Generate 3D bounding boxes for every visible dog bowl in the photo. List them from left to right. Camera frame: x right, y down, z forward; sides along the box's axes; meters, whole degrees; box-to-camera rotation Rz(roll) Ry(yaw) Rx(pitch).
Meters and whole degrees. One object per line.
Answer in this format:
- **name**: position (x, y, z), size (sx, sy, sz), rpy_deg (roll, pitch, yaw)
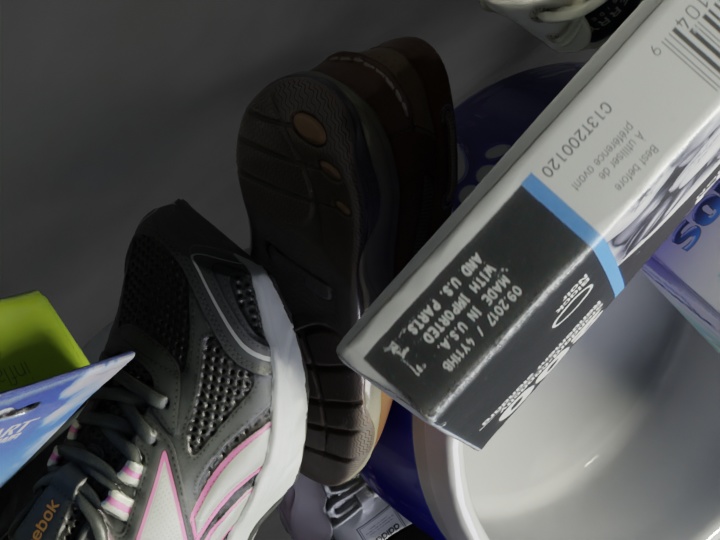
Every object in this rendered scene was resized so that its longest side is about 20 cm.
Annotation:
- **dog bowl**: position (0.088, 0.024, 1.072), size (0.200, 0.079, 0.201), rpy_deg (-18, 120, -34)

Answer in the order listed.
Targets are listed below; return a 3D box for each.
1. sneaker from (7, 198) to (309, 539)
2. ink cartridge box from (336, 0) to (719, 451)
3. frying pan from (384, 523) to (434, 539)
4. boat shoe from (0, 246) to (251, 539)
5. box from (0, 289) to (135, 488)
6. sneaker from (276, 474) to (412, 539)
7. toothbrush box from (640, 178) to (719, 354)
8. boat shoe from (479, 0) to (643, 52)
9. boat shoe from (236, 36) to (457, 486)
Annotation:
- **sneaker**: position (-0.077, 0.078, 0.957), size (0.086, 0.080, 0.201), rpy_deg (-13, 119, -38)
- **ink cartridge box**: position (0.083, -0.029, 0.876), size (0.198, 0.043, 0.200), rpy_deg (-49, 172, 1)
- **frying pan**: position (0.082, 0.122, 1.133), size (0.190, 0.031, 0.115), rpy_deg (-6, -161, 21)
- **boat shoe**: position (-0.087, 0.067, 1.052), size (0.200, 0.071, 0.072), rpy_deg (-39, 165, 14)
- **box**: position (-0.176, 0.076, 0.926), size (0.122, 0.048, 0.200), rpy_deg (-18, 160, -49)
- **sneaker**: position (-0.002, 0.081, 1.203), size (0.075, 0.115, 0.200), rpy_deg (-31, 166, -15)
- **toothbrush box**: position (0.198, -0.009, 1.006), size (0.146, 0.085, 0.200), rpy_deg (-49, 142, -1)
- **boat shoe**: position (0.060, -0.101, 0.823), size (0.071, 0.070, 0.200), rpy_deg (-38, 166, 16)
- **boat shoe**: position (0.000, 0.000, 0.964), size (0.072, 0.076, 0.200), rpy_deg (-37, 155, -32)
